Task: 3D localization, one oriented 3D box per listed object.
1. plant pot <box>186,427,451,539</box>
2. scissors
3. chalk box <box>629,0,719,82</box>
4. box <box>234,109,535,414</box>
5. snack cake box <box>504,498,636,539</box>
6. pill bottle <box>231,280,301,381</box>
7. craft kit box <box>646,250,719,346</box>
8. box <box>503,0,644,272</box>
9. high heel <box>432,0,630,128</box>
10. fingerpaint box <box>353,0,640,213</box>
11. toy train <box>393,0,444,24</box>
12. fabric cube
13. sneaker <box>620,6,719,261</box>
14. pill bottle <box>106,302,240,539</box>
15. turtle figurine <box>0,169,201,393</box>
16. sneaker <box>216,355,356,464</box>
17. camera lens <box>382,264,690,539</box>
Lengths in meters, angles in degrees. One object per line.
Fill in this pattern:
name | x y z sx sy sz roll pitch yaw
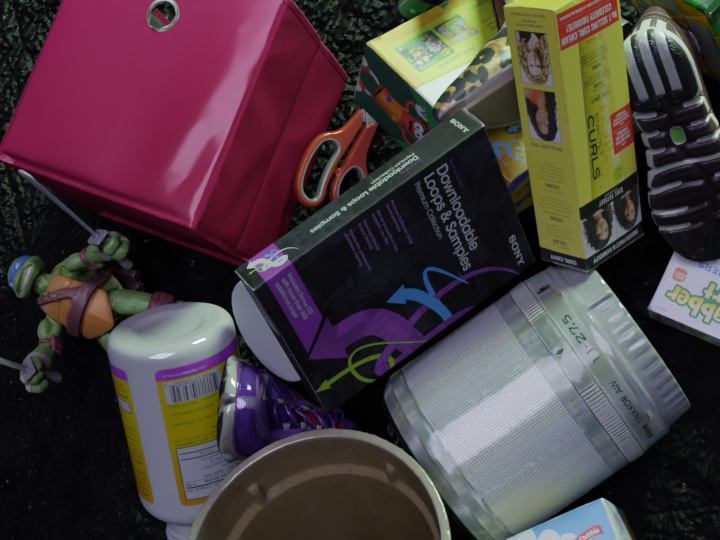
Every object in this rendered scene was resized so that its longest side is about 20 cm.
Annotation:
plant pot | -0.009 0.251 0.962 0.200 0.184 0.201 -10 53 13
scissors | 0.004 -0.141 1.128 0.073 0.014 0.201 25 84 -22
chalk box | 0.320 -0.262 1.014 0.200 0.124 0.124 -46 48 3
box | 0.024 -0.004 0.918 0.200 0.143 0.036 -37 42 -10
snack cake box | 0.146 0.223 0.934 0.115 0.200 0.067 -24 73 9
pill bottle | 0.000 0.000 1.021 0.200 0.115 0.114 -34 67 -32
craft kit box | 0.358 -0.016 1.012 0.199 0.049 0.198 23 88 19
box | 0.157 -0.105 0.922 0.075 0.201 0.050 -29 30 -33
high heel | 0.093 -0.183 0.977 0.200 0.072 0.143 -32 61 -30
fingerpaint box | 0.124 -0.149 1.041 0.200 0.073 0.167 -34 68 -29
toy train | 0.063 -0.248 1.068 0.042 0.200 0.057 23 84 -9
fabric cube | -0.153 -0.134 1.093 0.196 0.200 0.200 20 84 17
sneaker | 0.255 -0.114 0.988 0.075 0.201 0.116 -10 31 23
pill bottle | -0.139 0.135 1.047 0.104 0.104 0.201 -2 111 15
turtle figurine | -0.227 0.045 1.086 0.193 0.200 0.144 23 70 0
sneaker | -0.052 0.119 1.010 0.083 0.200 0.081 -5 69 21
camera lens | 0.130 0.103 0.986 0.200 0.160 0.160 -36 72 5
